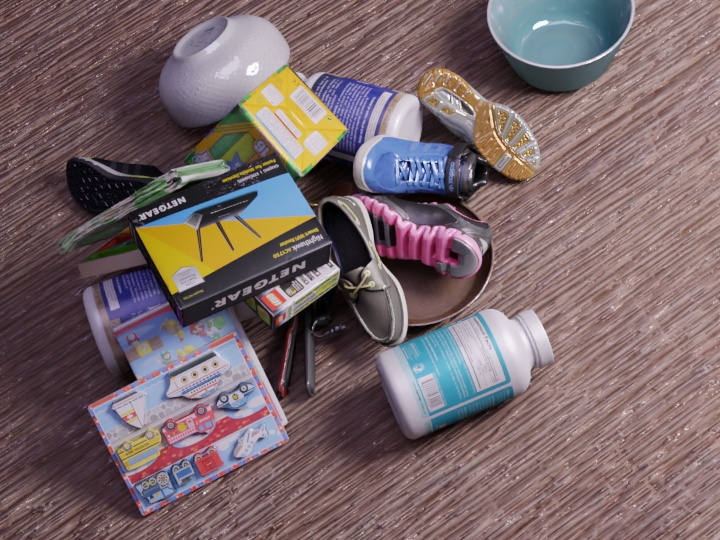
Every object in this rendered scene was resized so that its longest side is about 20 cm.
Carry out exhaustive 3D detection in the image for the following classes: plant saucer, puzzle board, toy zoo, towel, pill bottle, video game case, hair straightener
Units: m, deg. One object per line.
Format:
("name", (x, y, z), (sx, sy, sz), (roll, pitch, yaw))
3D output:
("plant saucer", (0.074, -0.009, 1.666), (0.199, 0.037, 0.201), (-5, 59, 8))
("puzzle board", (-0.206, 0.185, 1.553), (0.199, 0.017, 0.151), (-27, 99, -7))
("toy zoo", (-0.269, -0.045, 1.690), (0.131, 0.021, 0.200), (-12, 17, 19))
("towel", (-0.271, -0.081, 1.617), (0.199, 0.152, 0.023), (-29, 91, 21))
("pill bottle", (-0.025, -0.204, 1.753), (0.199, 0.116, 0.116), (17, 63, 18))
("pill bottle", (-0.238, 0.045, 1.628), (0.199, 0.116, 0.116), (-20, 58, -7))
("pill bottle", (0.126, 0.116, 1.538), (0.199, 0.111, 0.111), (-22, 58, -4))
("video game case", (-0.194, 0.129, 1.567), (0.142, 0.017, 0.201), (-26, 98, -6))
("hair straightener", (-0.055, 0.071, 1.644), (0.077, 0.041, 0.201), (1, 55, 10))

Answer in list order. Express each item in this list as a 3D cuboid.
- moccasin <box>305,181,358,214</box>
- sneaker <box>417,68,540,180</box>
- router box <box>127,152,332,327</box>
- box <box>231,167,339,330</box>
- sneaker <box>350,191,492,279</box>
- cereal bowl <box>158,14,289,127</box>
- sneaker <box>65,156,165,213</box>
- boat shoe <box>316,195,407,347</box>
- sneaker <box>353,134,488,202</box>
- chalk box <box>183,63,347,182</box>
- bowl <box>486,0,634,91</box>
("moccasin", (-0.075, -0.056, 1.678), (0.201, 0.078, 0.073), (-42, 25, -28))
("sneaker", (0.165, -0.200, 1.745), (0.200, 0.088, 0.076), (44, 94, 5))
("router box", (-0.155, -0.039, 1.532), (0.199, 0.051, 0.149), (-25, 65, -18))
("box", (-0.132, -0.029, 1.584), (0.110, 0.035, 0.200), (-35, 67, -26))
("sneaker", (0.079, -0.058, 1.643), (0.199, 0.079, 0.095), (24, 43, 21))
("cereal bowl", (-0.204, -0.294, 1.810), (0.199, 0.083, 0.201), (-24, 34, 17))
("sneaker", (-0.321, -0.114, 1.792), (0.199, 0.072, 0.083), (19, 25, 29))
("boat shoe", (-0.003, 0.001, 1.593), (0.072, 0.060, 0.203), (-26, 77, 24))
("sneaker", (0.087, -0.130, 1.646), (0.111, 0.199, 0.077), (11, 98, 38))
("chalk box", (-0.138, -0.152, 1.697), (0.124, 0.200, 0.124), (47, 46, -5))
("bowl", (0.276, -0.326, 1.781), (0.200, 0.105, 0.202), (-4, 58, 7))
